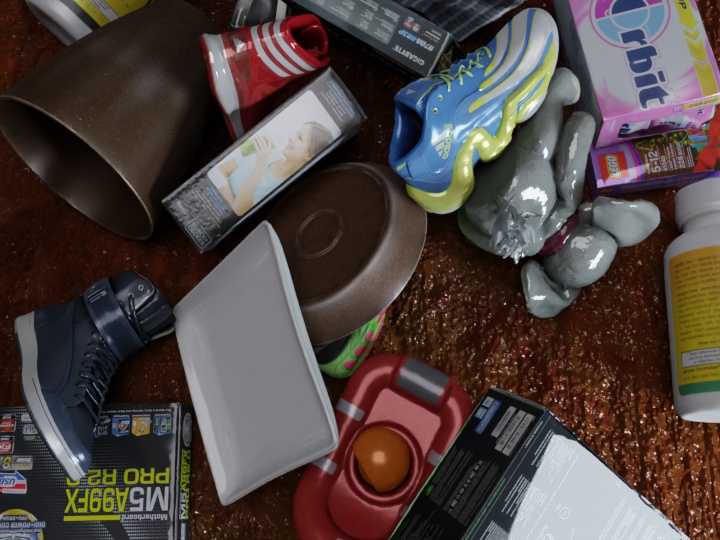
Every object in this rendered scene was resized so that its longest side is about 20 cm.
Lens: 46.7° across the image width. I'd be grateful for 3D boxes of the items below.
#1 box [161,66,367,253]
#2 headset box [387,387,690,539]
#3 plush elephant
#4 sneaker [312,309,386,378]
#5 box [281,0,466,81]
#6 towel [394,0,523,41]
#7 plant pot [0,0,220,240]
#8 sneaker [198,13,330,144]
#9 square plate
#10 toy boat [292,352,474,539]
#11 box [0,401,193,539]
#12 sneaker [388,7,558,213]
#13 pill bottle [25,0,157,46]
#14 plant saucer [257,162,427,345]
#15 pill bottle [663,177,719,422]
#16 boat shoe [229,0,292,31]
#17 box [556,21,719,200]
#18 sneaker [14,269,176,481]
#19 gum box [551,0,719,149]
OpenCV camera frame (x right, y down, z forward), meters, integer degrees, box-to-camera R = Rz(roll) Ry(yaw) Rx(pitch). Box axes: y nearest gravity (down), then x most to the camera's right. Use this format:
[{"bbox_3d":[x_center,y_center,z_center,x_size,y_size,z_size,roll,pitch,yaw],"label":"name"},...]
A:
[{"bbox_3d":[-0.090,-0.103,0.808,0.199,0.117,0.061,-38,95,-1],"label":"box"},{"bbox_3d":[0.145,0.230,0.678,0.199,0.093,0.176,39,80,-17],"label":"headset box"},{"bbox_3d":[0.178,-0.053,0.767,0.164,0.154,0.203,-38,30,34],"label":"plush elephant"},{"bbox_3d":[0.000,0.000,0.801,0.082,0.077,0.203,25,76,11],"label":"sneaker"},{"bbox_3d":[0.010,-0.239,0.818,0.198,0.159,0.047,33,100,12],"label":"box"},{"bbox_3d":[0.070,-0.297,0.796,0.162,0.200,0.088,13,90,-13],"label":"towel"},{"bbox_3d":[-0.223,-0.169,0.829,0.184,0.188,0.202,29,66,12],"label":"plant pot"},{"bbox_3d":[-0.080,-0.178,0.795,0.113,0.200,0.080,-15,88,-1],"label":"sneaker"},{"bbox_3d":[-0.098,0.089,0.757,0.028,0.197,0.204,-4,67,-41],"label":"square plate"},{"bbox_3d":[0.018,0.168,0.725,0.128,0.131,0.203,25,79,12],"label":"toy boat"},{"bbox_3d":[-0.259,0.210,0.787,0.195,0.044,0.164,-2,74,6],"label":"box"},{"bbox_3d":[0.093,-0.150,0.715,0.075,0.104,0.203,32,95,45],"label":"sneaker"},{"bbox_3d":[-0.254,-0.326,0.895,0.112,0.113,0.201,36,82,14],"label":"pill bottle"},{"bbox_3d":[-0.032,-0.027,0.784,0.197,0.035,0.204,-18,49,22],"label":"plant saucer"},{"bbox_3d":[0.330,0.027,0.740,0.110,0.113,0.205,0,74,6],"label":"pill bottle"},{"bbox_3d":[-0.100,-0.347,0.905,0.066,0.072,0.205,6,78,3],"label":"boat shoe"},{"bbox_3d":[0.283,-0.180,0.838,0.133,0.039,0.205,-9,74,4],"label":"box"},{"bbox_3d":[-0.235,0.084,0.771,0.144,0.078,0.203,-23,47,-11],"label":"sneaker"},{"bbox_3d":[0.258,-0.222,0.795,0.111,0.066,0.205,-12,74,5],"label":"gum box"}]
